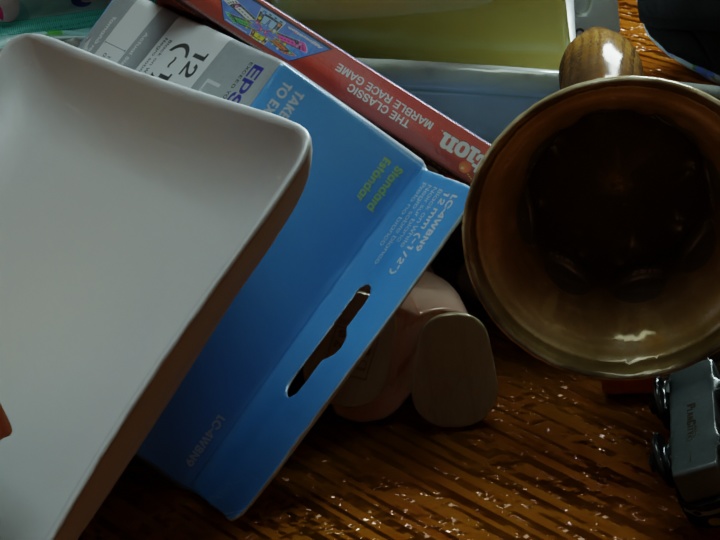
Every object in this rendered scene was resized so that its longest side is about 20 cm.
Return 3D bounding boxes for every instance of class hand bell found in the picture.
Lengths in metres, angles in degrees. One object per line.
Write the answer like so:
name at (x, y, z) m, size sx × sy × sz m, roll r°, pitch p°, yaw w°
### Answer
hand bell at (0.087, -0.051, 0.858) m, size 0.104 × 0.104 × 0.200 m, roll -4°, pitch 23°, yaw 3°

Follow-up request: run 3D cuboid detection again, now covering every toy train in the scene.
toy train at (0.121, 0.016, 0.842) m, size 0.034 × 0.046 × 0.200 m, roll -16°, pitch 34°, yaw 18°

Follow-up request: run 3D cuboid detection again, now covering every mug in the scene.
mug at (0.011, -0.159, 1.038) m, size 0.153 × 0.150 × 0.187 m, roll -3°, pitch -10°, yaw 7°

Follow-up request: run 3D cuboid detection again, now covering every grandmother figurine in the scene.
grandmother figurine at (0.000, 0.000, 0.948) m, size 0.121 × 0.061 × 0.200 m, roll 20°, pitch 16°, yaw -11°

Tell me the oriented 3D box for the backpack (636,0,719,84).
backpack at (0.211, -0.156, 1.179) m, size 0.154 × 0.163 × 0.200 m, roll -10°, pitch 14°, yaw -36°

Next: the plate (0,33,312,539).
plate at (-0.116, 0.021, 0.820) m, size 0.200 × 0.032 × 0.200 m, roll 22°, pitch 76°, yaw 51°

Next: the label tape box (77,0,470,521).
label tape box at (-0.066, -0.012, 0.875) m, size 0.143 × 0.066 × 0.200 m, roll -54°, pitch 33°, yaw -5°

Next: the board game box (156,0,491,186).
board game box at (0.009, -0.057, 0.931) m, size 0.200 × 0.019 × 0.103 m, roll 33°, pitch -5°, yaw 5°

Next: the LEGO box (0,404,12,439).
LEGO box at (-0.235, 0.053, 0.759) m, size 0.200 × 0.077 × 0.149 m, roll -34°, pitch 31°, yaw -19°

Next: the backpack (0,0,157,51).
backpack at (-0.168, -0.098, 1.119) m, size 0.200 × 0.151 × 0.178 m, roll -21°, pitch 26°, yaw -24°

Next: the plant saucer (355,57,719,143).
plant saucer at (0.067, -0.061, 1.045) m, size 0.200 × 0.050 × 0.200 m, roll 4°, pitch 4°, yaw 0°

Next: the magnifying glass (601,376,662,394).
magnifying glass at (0.187, 0.034, 0.864) m, size 0.200 × 0.022 × 0.080 m, roll 1°, pitch 23°, yaw 11°

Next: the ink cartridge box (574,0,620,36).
ink cartridge box at (0.041, -0.168, 1.233) m, size 0.083 × 0.146 × 0.200 m, roll -15°, pitch 23°, yaw -25°
